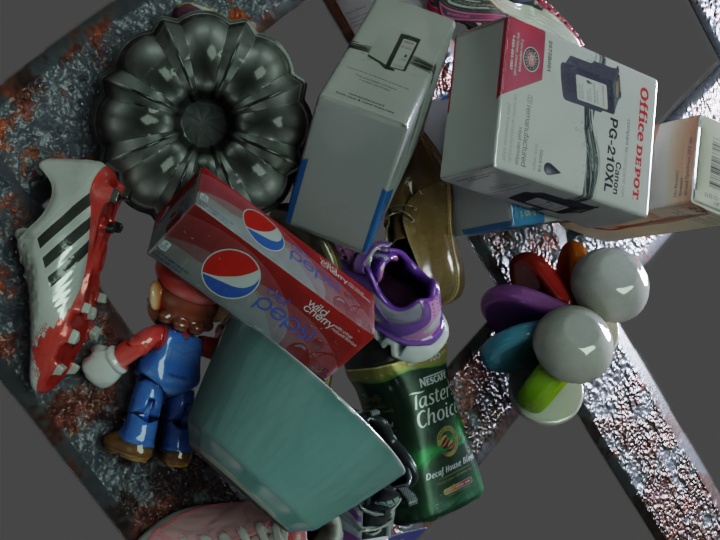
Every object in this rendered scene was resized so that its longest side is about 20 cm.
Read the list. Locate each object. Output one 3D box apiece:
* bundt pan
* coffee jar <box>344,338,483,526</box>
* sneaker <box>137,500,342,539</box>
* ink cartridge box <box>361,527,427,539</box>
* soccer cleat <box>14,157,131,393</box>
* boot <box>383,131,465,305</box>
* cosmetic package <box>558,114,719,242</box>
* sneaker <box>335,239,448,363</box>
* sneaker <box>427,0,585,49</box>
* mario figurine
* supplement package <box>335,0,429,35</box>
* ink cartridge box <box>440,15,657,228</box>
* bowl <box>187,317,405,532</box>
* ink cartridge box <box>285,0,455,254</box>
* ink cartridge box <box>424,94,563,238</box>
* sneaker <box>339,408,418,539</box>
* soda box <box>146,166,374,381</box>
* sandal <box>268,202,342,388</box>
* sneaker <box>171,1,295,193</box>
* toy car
[{"bbox_3d":[-0.137,-0.129,1.153,0.200,0.076,0.204,-1,95,-7],"label":"bundt pan"},{"bbox_3d":[0.050,0.142,1.307,0.104,0.085,0.202,-19,96,-36],"label":"coffee jar"},{"bbox_3d":[-0.105,0.246,1.173,0.199,0.104,0.076,-12,95,-36],"label":"sneaker"},{"bbox_3d":[-0.060,0.298,1.149,0.199,0.198,0.047,2,52,-34],"label":"ink cartridge box"},{"bbox_3d":[-0.258,0.002,1.117,0.085,0.069,0.202,16,93,8],"label":"soccer cleat"},{"bbox_3d":[0.050,-0.061,1.320,0.075,0.073,0.202,-11,85,-60],"label":"boot"},{"bbox_3d":[0.321,-0.098,1.460,0.087,0.199,0.104,15,75,-32],"label":"cosmetic package"},{"bbox_3d":[0.000,0.000,1.238,0.199,0.089,0.081,32,61,14],"label":"sneaker"},{"bbox_3d":[0.145,-0.245,1.293,0.199,0.081,0.075,26,111,-37],"label":"sneaker"},{"bbox_3d":[-0.171,0.068,1.178,0.123,0.105,0.202,23,81,-69],"label":"mario figurine"},{"bbox_3d":[0.027,-0.341,1.320,0.121,0.119,0.201,-41,108,-30],"label":"supplement package"},{"bbox_3d":[0.183,-0.135,1.252,0.199,0.084,0.146,14,77,-33],"label":"ink cartridge box"},{"bbox_3d":[-0.070,0.145,1.119,0.105,0.201,0.201,-49,113,-11],"label":"bowl"},{"bbox_3d":[0.012,-0.137,1.200,0.084,0.147,0.200,20,39,3],"label":"ink cartridge box"},{"bbox_3d":[0.174,-0.120,1.387,0.199,0.146,0.147,-10,90,-35],"label":"ink cartridge box"},{"bbox_3d":[0.013,0.225,1.237,0.077,0.139,0.202,-18,95,-36],"label":"sneaker"},{"bbox_3d":[-0.081,0.004,1.124,0.200,0.070,0.064,37,26,-22],"label":"soda box"},{"bbox_3d":[-0.062,0.040,1.218,0.054,0.080,0.202,-20,116,-54],"label":"sandal"},{"bbox_3d":[-0.126,-0.149,1.218,0.090,0.075,0.201,-41,103,-24],"label":"sneaker"},{"bbox_3d":[0.202,0.053,1.401,0.149,0.175,0.200,32,63,9],"label":"toy car"}]
